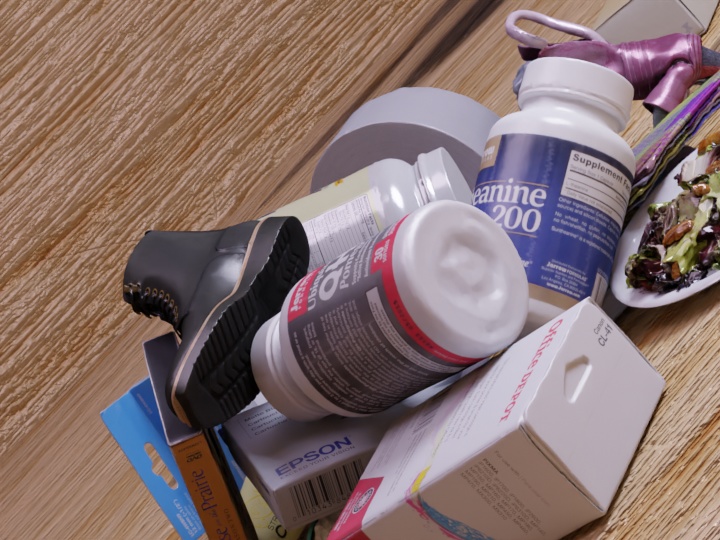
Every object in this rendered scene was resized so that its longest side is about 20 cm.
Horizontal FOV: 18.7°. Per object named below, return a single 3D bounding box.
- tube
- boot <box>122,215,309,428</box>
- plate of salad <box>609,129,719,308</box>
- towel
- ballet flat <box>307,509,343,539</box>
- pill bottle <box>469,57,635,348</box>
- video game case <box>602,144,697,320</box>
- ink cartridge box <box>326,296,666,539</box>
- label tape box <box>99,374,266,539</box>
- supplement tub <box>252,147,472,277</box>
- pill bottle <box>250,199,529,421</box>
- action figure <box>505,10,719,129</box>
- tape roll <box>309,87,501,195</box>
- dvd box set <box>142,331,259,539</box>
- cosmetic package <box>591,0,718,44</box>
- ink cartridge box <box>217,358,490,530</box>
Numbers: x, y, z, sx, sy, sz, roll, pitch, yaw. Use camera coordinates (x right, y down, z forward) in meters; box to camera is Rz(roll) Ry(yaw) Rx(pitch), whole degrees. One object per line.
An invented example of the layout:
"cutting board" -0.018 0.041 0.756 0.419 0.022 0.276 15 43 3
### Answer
"tube" -0.082 0.214 1.795 0.052 0.058 0.200 -28 19 32
"boot" -0.132 0.040 1.609 0.138 0.078 0.200 -1 36 26
"plate of salad" 0.248 -0.055 1.536 0.200 0.048 0.200 -38 21 17
"towel" 0.223 -0.083 1.707 0.200 0.023 0.144 -45 1 -42
"ballet flat" 0.020 0.166 1.614 0.072 0.072 0.200 -39 11 31
"pill bottle" 0.136 -0.047 1.581 0.111 0.111 0.200 -21 52 66
"video game case" 0.204 -0.017 1.691 0.200 0.022 0.182 -45 10 1
"ink cartridge box" 0.085 0.126 1.417 0.200 0.086 0.148 -34 14 39
"label tape box" -0.108 0.125 1.913 0.200 0.143 0.066 -37 5 -37
"supplement tub" 0.000 0.000 1.718 0.200 0.145 0.145 -25 14 10
"pill bottle" 0.013 0.037 1.510 0.200 0.111 0.111 -31 17 45
"action figure" 0.230 -0.175 1.860 0.200 0.149 0.134 -10 28 8
"tape roll" 0.059 -0.060 1.926 0.200 0.200 0.066 -37 12 39
"dvd box set" -0.110 0.163 1.642 0.029 0.200 0.146 -20 31 -2
"cosmetic package" 0.305 -0.279 2.182 0.105 0.071 0.200 -38 12 33
"ink cartridge box" 0.002 0.104 1.622 0.199 0.041 0.200 -22 21 -12
